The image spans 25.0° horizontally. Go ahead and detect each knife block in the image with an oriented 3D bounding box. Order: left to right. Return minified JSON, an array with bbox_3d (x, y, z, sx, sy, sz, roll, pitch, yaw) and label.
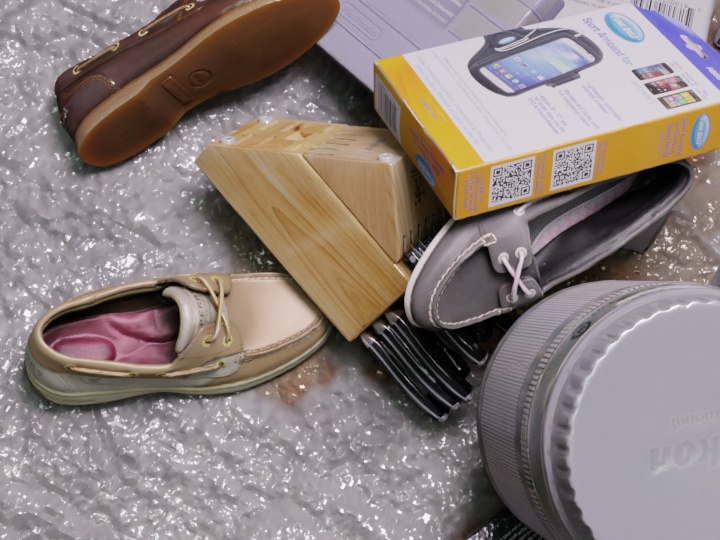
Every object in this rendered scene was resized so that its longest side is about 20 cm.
[{"bbox_3d":[0.000,0.000,1.027,0.199,0.177,0.064,9,24,29],"label":"knife block"}]

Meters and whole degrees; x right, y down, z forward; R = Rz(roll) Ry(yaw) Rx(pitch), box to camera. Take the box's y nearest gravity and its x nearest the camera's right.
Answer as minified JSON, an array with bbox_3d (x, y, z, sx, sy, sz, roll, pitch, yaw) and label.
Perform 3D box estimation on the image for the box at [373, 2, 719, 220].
[{"bbox_3d":[0.120,-0.100,0.959,0.199,0.042,0.119,-13,43,-18],"label":"box"}]

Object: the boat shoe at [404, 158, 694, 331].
[{"bbox_3d":[0.113,-0.024,0.946,0.199,0.067,0.057,-35,39,-25],"label":"boat shoe"}]

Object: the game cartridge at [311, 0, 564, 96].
[{"bbox_3d":[0.028,-0.183,1.068,0.130,0.038,0.200,-46,56,0],"label":"game cartridge"}]

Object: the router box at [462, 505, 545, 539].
[{"bbox_3d":[0.132,0.202,0.977,0.199,0.051,0.149,-35,77,-16],"label":"router box"}]

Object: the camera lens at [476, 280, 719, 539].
[{"bbox_3d":[0.155,0.086,0.876,0.159,0.200,0.161,0,90,-7],"label":"camera lens"}]

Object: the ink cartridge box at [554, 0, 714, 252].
[{"bbox_3d":[0.148,-0.131,1.083,0.145,0.086,0.201,14,72,1],"label":"ink cartridge box"}]

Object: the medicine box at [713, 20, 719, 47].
[{"bbox_3d":[0.377,-0.203,1.118,0.199,0.103,0.183,30,71,6],"label":"medicine box"}]

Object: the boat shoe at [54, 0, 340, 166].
[{"bbox_3d":[-0.112,-0.148,1.061,0.199,0.070,0.071,-28,59,3],"label":"boat shoe"}]

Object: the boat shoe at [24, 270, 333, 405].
[{"bbox_3d":[-0.109,0.038,1.010,0.199,0.066,0.074,-14,70,-14],"label":"boat shoe"}]

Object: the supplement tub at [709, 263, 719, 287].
[{"bbox_3d":[0.321,0.053,1.010,0.198,0.123,0.123,3,70,-3],"label":"supplement tub"}]
